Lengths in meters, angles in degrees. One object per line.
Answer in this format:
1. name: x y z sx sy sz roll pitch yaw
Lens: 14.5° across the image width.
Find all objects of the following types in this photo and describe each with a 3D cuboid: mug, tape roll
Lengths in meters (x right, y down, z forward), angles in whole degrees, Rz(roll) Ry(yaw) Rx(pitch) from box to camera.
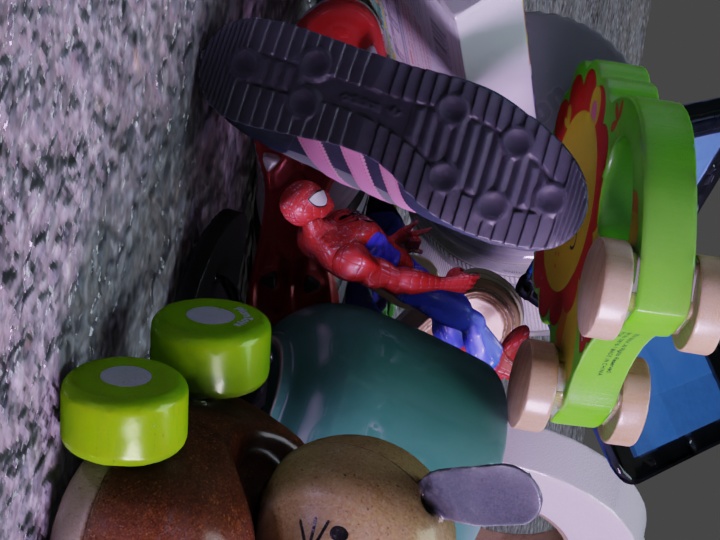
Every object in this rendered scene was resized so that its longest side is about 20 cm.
1. mug: -0.021 0.108 1.431 0.185 0.114 0.152 -64 -158 0
2. tape roll: 0.091 0.165 1.886 0.203 0.203 0.037 82 17 -54

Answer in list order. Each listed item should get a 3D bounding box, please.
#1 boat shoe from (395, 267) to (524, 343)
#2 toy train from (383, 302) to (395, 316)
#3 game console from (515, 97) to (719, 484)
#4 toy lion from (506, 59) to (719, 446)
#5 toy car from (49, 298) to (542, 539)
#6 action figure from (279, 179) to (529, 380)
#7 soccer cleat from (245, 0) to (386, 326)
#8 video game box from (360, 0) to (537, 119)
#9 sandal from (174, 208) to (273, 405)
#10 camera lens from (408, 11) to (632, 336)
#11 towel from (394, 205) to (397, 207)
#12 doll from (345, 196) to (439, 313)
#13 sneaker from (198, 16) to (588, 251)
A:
1. boat shoe: 0.022 0.087 1.590 0.200 0.074 0.066 -53 -171 15
2. toy train: -0.003 0.075 1.762 0.056 0.042 0.200 -99 -169 -56
3. game console: 0.185 0.005 1.597 0.171 0.118 0.200 -60 161 21
4. toy lion: 0.123 -0.024 1.403 0.200 0.069 0.192 119 -23 -64
5. toy car: -0.020 0.122 1.226 0.158 0.200 0.164 -38 135 -60
6. action figure: 0.029 0.005 1.468 0.200 0.065 0.052 31 95 -39
7. soccer cleat: -0.025 -0.051 1.510 0.085 0.069 0.200 -77 175 -75
8. video game box: 0.025 -0.152 1.461 0.182 0.047 0.200 53 -10 24
9. sandal: -0.072 0.067 1.368 0.075 0.045 0.200 71 28 -65
10. camera lens: 0.106 -0.056 1.742 0.200 0.160 0.160 73 26 -72
11. towel: 0.014 -0.095 1.684 0.200 0.018 0.086 78 22 -62
12. doll: 0.000 0.000 1.614 0.200 0.048 0.137 -111 -139 -73
13. sneaker: 0.022 -0.065 1.371 0.070 0.200 0.082 -63 169 -2
